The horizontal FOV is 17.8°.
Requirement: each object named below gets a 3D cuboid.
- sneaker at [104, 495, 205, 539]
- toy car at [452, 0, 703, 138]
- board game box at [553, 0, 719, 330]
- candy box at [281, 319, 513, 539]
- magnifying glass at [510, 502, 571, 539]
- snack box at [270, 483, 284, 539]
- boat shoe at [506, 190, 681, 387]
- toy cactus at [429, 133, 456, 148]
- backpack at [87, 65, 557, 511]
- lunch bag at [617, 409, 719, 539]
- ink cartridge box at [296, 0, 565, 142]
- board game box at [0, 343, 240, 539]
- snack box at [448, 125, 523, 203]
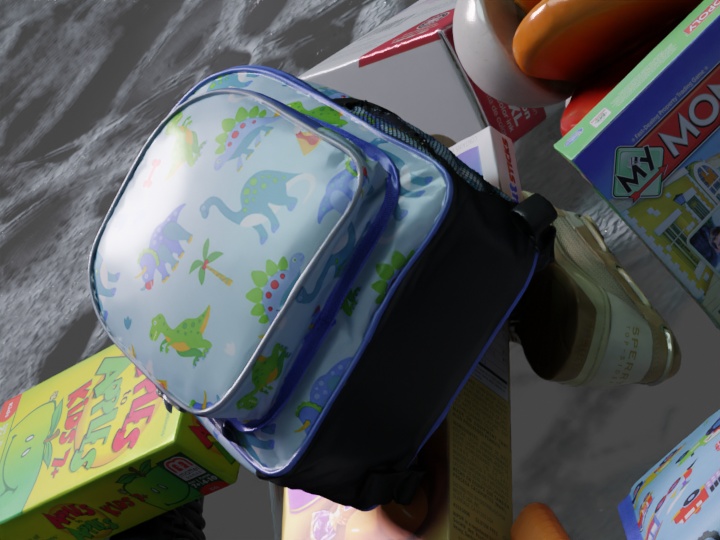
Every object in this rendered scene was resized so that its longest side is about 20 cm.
[{"bbox_3d":[-0.100,0.157,1.319,0.112,0.073,0.201,-22,40,37],"label":"sneaker"},{"bbox_3d":[0.156,-0.105,1.173,0.175,0.200,0.151,-34,42,33],"label":"toy car"},{"bbox_3d":[0.208,-0.081,1.101,0.200,0.135,0.029,-44,23,3],"label":"board game box"},{"bbox_3d":[0.018,0.088,1.184,0.116,0.056,0.201,-30,40,32],"label":"candy box"},{"bbox_3d":[0.100,0.152,1.021,0.080,0.022,0.200,-60,16,10],"label":"magnifying glass"},{"bbox_3d":[-0.042,0.079,1.327,0.024,0.072,0.200,-6,28,0],"label":"snack box"},{"bbox_3d":[0.114,0.012,1.215,0.201,0.063,0.074,-120,44,-72],"label":"boat shoe"},{"bbox_3d":[0.008,-0.023,1.298,0.165,0.199,0.103,138,137,-58],"label":"toy cactus"},{"bbox_3d":[-0.041,-0.006,1.120,0.200,0.147,0.184,33,94,45],"label":"backpack"},{"bbox_3d":[0.181,0.077,0.960,0.151,0.094,0.200,-45,13,7],"label":"lunch bag"},{"bbox_3d":[0.082,-0.136,1.401,0.200,0.083,0.145,-36,13,-37],"label":"ink cartridge box"},{"bbox_3d":[-0.141,0.097,1.312,0.200,0.048,0.102,-27,38,40],"label":"board game box"},{"bbox_3d":[0.000,0.000,1.199,0.199,0.024,0.072,-27,55,30],"label":"snack box"}]
